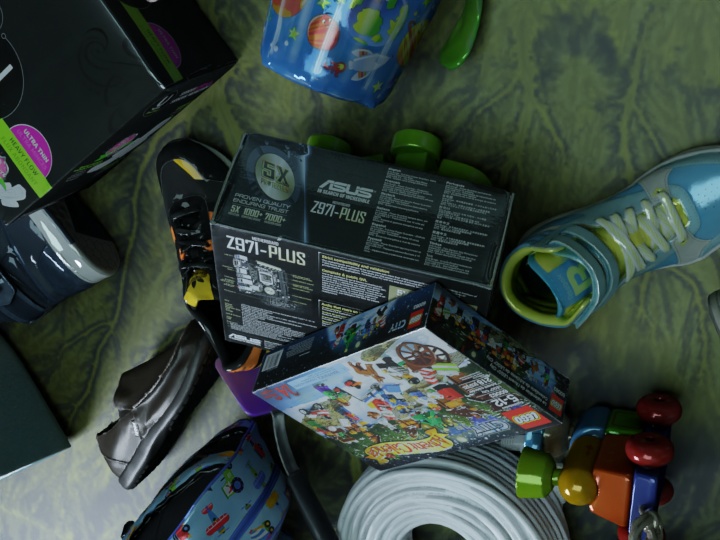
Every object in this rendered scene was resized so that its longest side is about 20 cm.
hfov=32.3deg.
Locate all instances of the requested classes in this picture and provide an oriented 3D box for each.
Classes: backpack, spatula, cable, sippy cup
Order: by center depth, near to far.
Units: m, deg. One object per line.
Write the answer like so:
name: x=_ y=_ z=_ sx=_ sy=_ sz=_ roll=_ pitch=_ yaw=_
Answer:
sippy cup: x=-0.006 y=-0.189 z=0.873 sx=0.177 sy=0.140 sz=0.131 roll=23 pitch=104 yaw=4
cable: x=0.077 y=0.235 z=1.032 sx=0.199 sy=0.069 sz=0.201 roll=-3 pitch=106 yaw=24
spatula: x=-0.059 y=0.155 z=1.046 sx=0.021 sy=0.056 sz=0.201 roll=-38 pitch=73 yaw=52
backpack: x=-0.127 y=0.235 z=1.066 sx=0.134 sy=0.183 sz=0.200 roll=39 pitch=106 yaw=-3

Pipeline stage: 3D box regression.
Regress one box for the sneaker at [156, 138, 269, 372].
sneaker: x=-0.120 y=-0.012 z=1.021 sx=0.070 sy=0.090 sz=0.201 roll=-20 pitch=99 yaw=27

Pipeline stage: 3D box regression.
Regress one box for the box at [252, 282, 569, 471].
box: x=0.033 y=0.085 z=0.912 sx=0.136 sy=0.038 sz=0.200 roll=35 pitch=144 yaw=-25

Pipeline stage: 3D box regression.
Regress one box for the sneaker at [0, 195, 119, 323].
sneaker: x=-0.326 y=-0.047 z=1.105 sx=0.146 sy=0.077 sz=0.203 roll=-31 pitch=95 yaw=26

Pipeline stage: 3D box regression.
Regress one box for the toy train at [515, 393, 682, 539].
toy train: x=0.162 y=0.154 z=0.891 sx=0.115 sy=0.200 sz=0.085 roll=6 pitch=110 yaw=17

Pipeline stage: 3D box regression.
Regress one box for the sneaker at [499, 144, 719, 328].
sneaker: x=0.186 y=-0.017 z=0.866 sx=0.200 sy=0.131 sz=0.080 roll=-28 pitch=94 yaw=28

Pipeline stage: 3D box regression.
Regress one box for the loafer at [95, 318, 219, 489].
loafer: x=-0.184 y=0.111 z=1.098 sx=0.071 sy=0.073 sz=0.200 roll=37 pitch=118 yaw=5

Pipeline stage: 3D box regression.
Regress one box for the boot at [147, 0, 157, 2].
boot: x=-0.094 y=-0.285 z=0.855 sx=0.064 sy=0.200 sz=0.187 roll=14 pitch=111 yaw=22

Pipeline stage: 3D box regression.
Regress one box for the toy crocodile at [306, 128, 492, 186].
toy crocodile: x=0.006 y=-0.065 z=0.970 sx=0.199 sy=0.062 sz=0.068 roll=1 pitch=68 yaw=25

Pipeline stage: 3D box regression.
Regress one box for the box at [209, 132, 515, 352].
box: x=0.000 y=0.000 z=0.917 sx=0.199 sy=0.086 sz=0.164 roll=13 pitch=148 yaw=7

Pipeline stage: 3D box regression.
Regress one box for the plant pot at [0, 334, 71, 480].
plant pot: x=-0.430 y=0.128 z=1.152 sx=0.196 sy=0.196 sz=0.201 roll=-25 pitch=86 yaw=28

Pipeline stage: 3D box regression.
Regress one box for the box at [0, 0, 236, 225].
box: x=-0.232 y=-0.160 z=1.000 sx=0.200 sy=0.124 sz=0.149 roll=-34 pitch=94 yaw=27

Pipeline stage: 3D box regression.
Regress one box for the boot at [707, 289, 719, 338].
boot: x=0.354 y=0.058 z=0.855 sx=0.154 sy=0.074 sz=0.204 roll=-39 pitch=96 yaw=26
